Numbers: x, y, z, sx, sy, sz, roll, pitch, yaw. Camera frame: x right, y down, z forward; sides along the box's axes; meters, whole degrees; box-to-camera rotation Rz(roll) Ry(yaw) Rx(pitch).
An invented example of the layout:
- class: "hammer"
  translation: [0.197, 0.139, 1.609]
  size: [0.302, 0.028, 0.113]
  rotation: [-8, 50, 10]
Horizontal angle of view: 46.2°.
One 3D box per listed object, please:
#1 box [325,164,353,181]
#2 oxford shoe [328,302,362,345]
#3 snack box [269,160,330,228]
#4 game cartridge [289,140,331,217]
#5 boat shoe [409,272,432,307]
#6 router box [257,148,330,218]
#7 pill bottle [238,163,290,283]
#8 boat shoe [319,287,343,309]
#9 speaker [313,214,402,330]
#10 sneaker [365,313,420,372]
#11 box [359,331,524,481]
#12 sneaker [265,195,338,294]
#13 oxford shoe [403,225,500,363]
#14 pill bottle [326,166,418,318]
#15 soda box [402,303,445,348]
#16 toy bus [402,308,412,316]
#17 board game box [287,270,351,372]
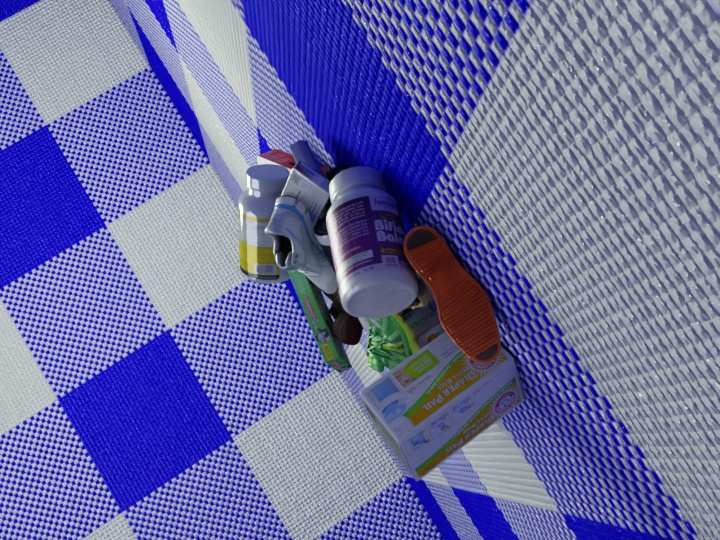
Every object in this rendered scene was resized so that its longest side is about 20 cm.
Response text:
- class: "box"
  translation: [0.016, -0.079, 1.395]
  size: [0.202, 0.036, 0.143]
  rotation: [63, 169, -15]
- class: "oxford shoe"
  translation: [-0.028, 0.090, 1.556]
  size: [0.200, 0.074, 0.072]
  rotation: [-28, -53, -73]
- class: "snack box"
  translation: [-0.102, -0.099, 1.388]
  size: [0.071, 0.024, 0.200]
  rotation: [34, 147, 0]
- class: "game cartridge"
  translation: [-0.058, -0.123, 1.447]
  size: [0.201, 0.041, 0.133]
  rotation: [62, 177, -37]
- class: "boat shoe"
  translation: [0.066, 0.022, 1.274]
  size: [0.074, 0.066, 0.200]
  rotation: [53, 161, -7]
- class: "router box"
  translation: [-0.118, -0.114, 1.616]
  size: [0.179, 0.048, 0.203]
  rotation: [27, 132, 44]
- class: "pill bottle"
  translation: [-0.169, -0.087, 1.552]
  size: [0.112, 0.110, 0.203]
  rotation: [44, 138, 52]
- class: "boat shoe"
  translation: [-0.054, -0.024, 1.491]
  size: [0.072, 0.067, 0.201]
  rotation: [-45, 74, 36]
- class: "speaker"
  translation: [0.000, 0.000, 1.386]
  size: [0.202, 0.081, 0.081]
  rotation: [64, 168, -28]
- class: "sneaker"
  translation: [0.042, 0.116, 1.330]
  size: [0.201, 0.083, 0.074]
  rotation: [59, 169, -21]
- class: "box"
  translation: [0.117, 0.177, 1.185]
  size: [0.112, 0.199, 0.102]
  rotation: [44, 164, 45]
- class: "sneaker"
  translation: [-0.101, -0.022, 1.386]
  size: [0.074, 0.087, 0.201]
  rotation: [-1, 136, 37]
- class: "oxford shoe"
  translation: [0.129, 0.032, 1.127]
  size: [0.202, 0.071, 0.073]
  rotation: [63, -172, 14]
- class: "pill bottle"
  translation: [0.011, -0.044, 1.197]
  size: [0.113, 0.110, 0.202]
  rotation: [76, -179, -60]
- class: "soda box"
  translation: [0.130, 0.152, 1.437]
  size: [0.068, 0.063, 0.202]
  rotation: [45, 162, 50]
- class: "toy bus"
  translation: [0.045, 0.065, 1.509]
  size: [0.078, 0.065, 0.202]
  rotation: [-3, -120, -58]
- class: "board game box"
  translation: [-0.076, 0.079, 1.523]
  size: [0.135, 0.029, 0.202]
  rotation: [53, -166, -72]
